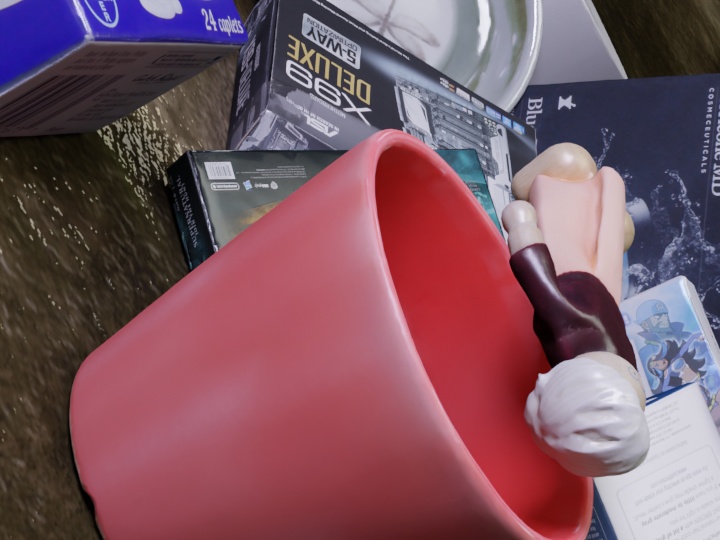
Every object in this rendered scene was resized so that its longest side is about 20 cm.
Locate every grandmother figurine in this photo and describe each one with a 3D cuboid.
[{"bbox_3d":[0.100,0.018,0.995,0.121,0.060,0.200,44,24,-25],"label":"grandmother figurine"}]

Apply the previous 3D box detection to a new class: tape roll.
[{"bbox_3d":[0.088,-0.191,1.589,0.203,0.139,0.203,61,10,-19],"label":"tape roll"}]

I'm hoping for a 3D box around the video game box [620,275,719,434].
[{"bbox_3d":[0.129,0.126,1.252,0.183,0.199,0.047,69,14,13],"label":"video game box"}]

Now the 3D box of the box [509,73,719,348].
[{"bbox_3d":[0.177,-0.016,1.456,0.117,0.199,0.198,31,62,-57],"label":"box"}]

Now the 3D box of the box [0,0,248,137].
[{"bbox_3d":[-0.164,-0.171,1.015,0.201,0.105,0.184,65,19,4],"label":"box"}]

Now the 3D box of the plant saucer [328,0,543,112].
[{"bbox_3d":[0.022,-0.171,1.451,0.201,0.200,0.050,62,-22,-5],"label":"plant saucer"}]

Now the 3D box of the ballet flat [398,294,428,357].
[{"bbox_3d":[0.012,0.087,1.123,0.069,0.071,0.201,29,-31,28],"label":"ballet flat"}]

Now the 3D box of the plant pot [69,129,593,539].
[{"bbox_3d":[-0.019,0.065,0.982,0.201,0.177,0.201,52,22,-32],"label":"plant pot"}]

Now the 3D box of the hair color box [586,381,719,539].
[{"bbox_3d":[0.160,0.169,1.123,0.100,0.060,0.201,-19,85,-40],"label":"hair color box"}]

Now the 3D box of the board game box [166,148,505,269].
[{"bbox_3d":[0.000,0.000,1.194,0.199,0.028,0.136,-2,67,-38],"label":"board game box"}]

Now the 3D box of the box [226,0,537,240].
[{"bbox_3d":[0.016,-0.075,1.333,0.199,0.050,0.158,30,31,-18],"label":"box"}]
